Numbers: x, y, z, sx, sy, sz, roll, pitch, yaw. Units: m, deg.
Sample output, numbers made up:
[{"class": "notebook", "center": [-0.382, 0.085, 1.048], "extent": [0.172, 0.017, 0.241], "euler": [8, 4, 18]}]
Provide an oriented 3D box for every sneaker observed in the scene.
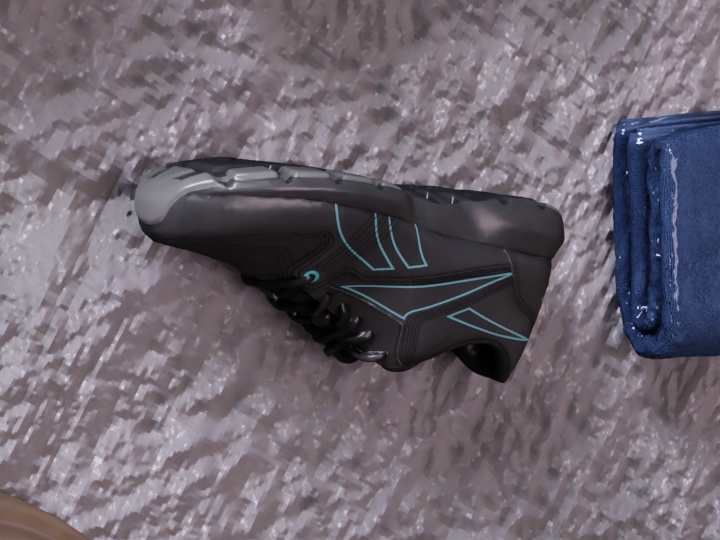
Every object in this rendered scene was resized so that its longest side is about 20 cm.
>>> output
[{"class": "sneaker", "center": [0.000, 0.000, 0.854], "extent": [0.200, 0.075, 0.079], "euler": [8, 93, -35]}]

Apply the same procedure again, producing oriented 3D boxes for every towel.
[{"class": "towel", "center": [0.201, -0.021, 1.009], "extent": [0.200, 0.049, 0.112], "euler": [-6, 98, -35]}]

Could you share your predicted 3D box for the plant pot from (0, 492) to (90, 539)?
[{"class": "plant pot", "center": [-0.143, 0.181, 0.763], "extent": [0.201, 0.093, 0.201], "euler": [-4, 97, -34]}]
